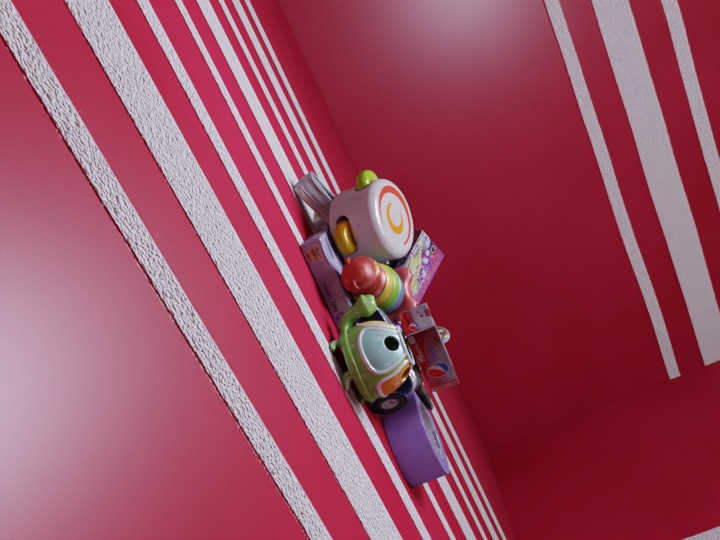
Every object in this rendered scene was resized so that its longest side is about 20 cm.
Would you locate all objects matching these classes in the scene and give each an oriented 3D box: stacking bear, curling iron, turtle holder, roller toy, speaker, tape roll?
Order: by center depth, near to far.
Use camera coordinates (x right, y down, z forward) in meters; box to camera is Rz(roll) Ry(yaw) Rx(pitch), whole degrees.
[{"bbox_3d":[0.026,0.155,1.433,0.186,0.131,0.141,-104,168,-50],"label":"turtle holder"},{"bbox_3d":[0.028,0.029,1.563,0.200,0.113,0.122,35,41,-57],"label":"stacking bear"},{"bbox_3d":[0.035,0.197,1.576,0.081,0.081,0.201,58,11,-50],"label":"speaker"},{"bbox_3d":[0.120,0.367,1.644,0.200,0.085,0.201,-23,90,-83],"label":"tape roll"},{"bbox_3d":[0.134,0.255,1.658,0.050,0.025,0.200,-102,167,-46],"label":"curling iron"},{"bbox_3d":[0.020,-0.100,1.666,0.182,0.139,0.201,41,44,-43],"label":"roller toy"}]

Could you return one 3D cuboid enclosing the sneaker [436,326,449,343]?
[{"bbox_3d":[0.121,0.208,1.696,0.071,0.199,0.113,-103,169,-61],"label":"sneaker"}]

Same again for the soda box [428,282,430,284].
[{"bbox_3d":[0.091,0.060,1.956,0.068,0.200,0.064,5,54,-38],"label":"soda box"}]

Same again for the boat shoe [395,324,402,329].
[{"bbox_3d":[0.124,0.211,1.808,0.074,0.060,0.201,-127,-159,-61],"label":"boat shoe"}]

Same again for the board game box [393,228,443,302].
[{"bbox_3d":[0.127,0.013,1.830,0.032,0.201,0.120,16,-19,39],"label":"board game box"}]

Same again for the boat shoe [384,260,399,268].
[{"bbox_3d":[0.075,0.013,1.850,0.067,0.057,0.201,-47,142,-75],"label":"boat shoe"}]

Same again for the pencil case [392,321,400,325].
[{"bbox_3d":[0.039,0.121,1.790,0.085,0.092,0.200,60,2,28],"label":"pencil case"}]

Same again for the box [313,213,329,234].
[{"bbox_3d":[-0.087,-0.109,1.797,0.042,0.039,0.200,60,9,-21],"label":"box"}]

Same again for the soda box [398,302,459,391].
[{"bbox_3d":[0.139,0.159,1.507,0.070,0.063,0.200,-107,173,-47],"label":"soda box"}]

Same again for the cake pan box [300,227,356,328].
[{"bbox_3d":[-0.057,0.014,1.602,0.184,0.052,0.201,-69,135,-77],"label":"cake pan box"}]

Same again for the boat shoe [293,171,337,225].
[{"bbox_3d":[-0.062,-0.150,1.738,0.201,0.072,0.070,41,15,-16],"label":"boat shoe"}]

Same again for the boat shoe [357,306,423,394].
[{"bbox_3d":[0.062,0.158,1.519,0.072,0.072,0.201,-3,63,-56],"label":"boat shoe"}]
